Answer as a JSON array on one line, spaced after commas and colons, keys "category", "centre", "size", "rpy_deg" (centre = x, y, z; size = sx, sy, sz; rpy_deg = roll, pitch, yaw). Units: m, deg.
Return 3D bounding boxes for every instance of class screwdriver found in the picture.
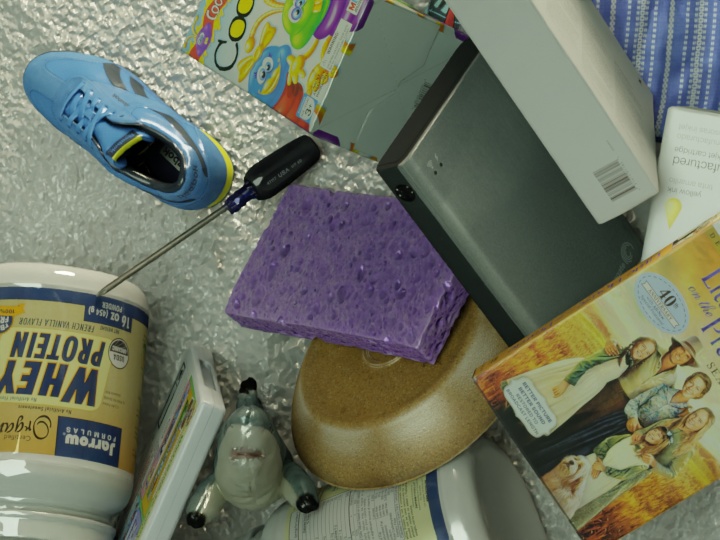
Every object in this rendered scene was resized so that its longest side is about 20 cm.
[{"category": "screwdriver", "centre": [-0.110, -0.035, 1.722], "size": [0.200, 0.029, 0.028], "rpy_deg": [-39, 50, -12]}]

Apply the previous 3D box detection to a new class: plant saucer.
[{"category": "plant saucer", "centre": [0.027, 0.060, 1.639], "size": [0.199, 0.035, 0.201], "rpy_deg": [-24, 40, 21]}]

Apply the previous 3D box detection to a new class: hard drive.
[{"category": "hard drive", "centre": [0.104, -0.040, 1.576], "size": [0.033, 0.140, 0.200], "rpy_deg": [-11, 125, 45]}]

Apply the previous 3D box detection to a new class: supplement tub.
[{"category": "supplement tub", "centre": [0.019, 0.210, 1.642], "size": [0.199, 0.145, 0.146], "rpy_deg": [-23, 79, 20]}, {"category": "supplement tub", "centre": [-0.234, 0.106, 1.734], "size": [0.144, 0.144, 0.201], "rpy_deg": [-2, 75, 22]}]

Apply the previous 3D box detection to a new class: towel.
[{"category": "towel", "centre": [0.190, -0.163, 1.652], "size": [0.199, 0.024, 0.146], "rpy_deg": [5, 89, 23]}]

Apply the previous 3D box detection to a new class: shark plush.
[{"category": "shark plush", "centre": [-0.067, 0.115, 1.662], "size": [0.090, 0.200, 0.084], "rpy_deg": [-6, 101, 11]}]

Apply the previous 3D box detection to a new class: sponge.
[{"category": "sponge", "centre": [0.000, 0.000, 1.661], "size": [0.199, 0.030, 0.112], "rpy_deg": [10, 65, 44]}]

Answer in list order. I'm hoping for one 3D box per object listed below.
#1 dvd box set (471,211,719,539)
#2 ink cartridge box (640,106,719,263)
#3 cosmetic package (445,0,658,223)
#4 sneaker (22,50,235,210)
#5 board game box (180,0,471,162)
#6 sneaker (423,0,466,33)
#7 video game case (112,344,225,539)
[{"category": "dvd box set", "centre": [0.193, 0.074, 1.523], "size": [0.199, 0.029, 0.147], "rpy_deg": [-33, 95, 16]}, {"category": "ink cartridge box", "centre": [0.262, 0.001, 1.567], "size": [0.144, 0.083, 0.201], "rpy_deg": [11, 96, 15]}, {"category": "cosmetic package", "centre": [0.124, -0.149, 1.541], "size": [0.052, 0.151, 0.200], "rpy_deg": [-28, 112, 21]}, {"category": "sneaker", "centre": [-0.186, -0.112, 1.778], "size": [0.200, 0.078, 0.066], "rpy_deg": [34, 102, 22]}, {"category": "board game box", "centre": [-0.024, -0.157, 1.649], "size": [0.200, 0.103, 0.105], "rpy_deg": [35, 103, 53]}, {"category": "sneaker", "centre": [0.081, -0.197, 1.654], "size": [0.095, 0.079, 0.201], "rpy_deg": [11, 85, 45]}, {"category": "video game case", "centre": [-0.149, 0.166, 1.704], "size": [0.022, 0.182, 0.201], "rpy_deg": [23, 97, -10]}]
